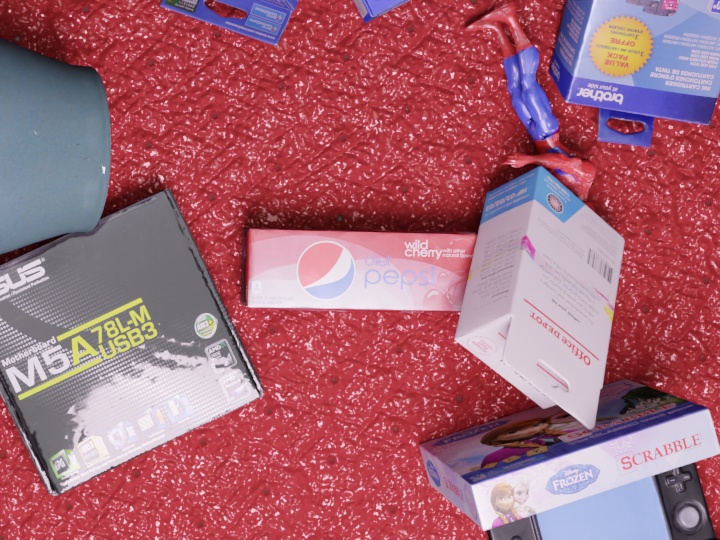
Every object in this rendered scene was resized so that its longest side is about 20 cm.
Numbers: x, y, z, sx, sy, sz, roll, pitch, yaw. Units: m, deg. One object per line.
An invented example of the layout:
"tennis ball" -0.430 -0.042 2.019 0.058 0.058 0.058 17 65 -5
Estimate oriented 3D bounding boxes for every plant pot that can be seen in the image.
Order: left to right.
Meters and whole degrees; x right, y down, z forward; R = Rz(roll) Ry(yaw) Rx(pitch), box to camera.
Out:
"plant pot" -0.301 -0.098 1.261 0.188 0.200 0.200 -1 91 -24

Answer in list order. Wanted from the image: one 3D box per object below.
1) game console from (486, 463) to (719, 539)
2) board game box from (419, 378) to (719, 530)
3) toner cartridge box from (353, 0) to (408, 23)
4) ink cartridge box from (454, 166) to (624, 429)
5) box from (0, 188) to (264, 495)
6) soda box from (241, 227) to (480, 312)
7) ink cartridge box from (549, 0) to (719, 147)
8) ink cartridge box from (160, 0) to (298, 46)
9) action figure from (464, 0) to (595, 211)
"game console" 0.222 0.234 1.361 0.200 0.116 0.176 -12 82 -12
"board game box" 0.165 0.147 1.325 0.200 0.200 0.041 -17 95 -9
"toner cartridge box" 0.072 -0.300 1.383 0.200 0.043 0.095 -27 96 -7
"ink cartridge box" 0.147 0.030 1.323 0.115 0.068 0.200 38 48 -27
"box" -0.209 0.058 1.341 0.200 0.048 0.193 -25 97 -9
"soda box" 0.000 0.000 1.366 0.200 0.063 0.070 1 91 -9
"ink cartridge box" 0.246 -0.207 1.372 0.136 0.076 0.200 7 118 -9
"ink cartridge box" -0.087 -0.299 1.340 0.119 0.042 0.200 21 89 14
"action figure" 0.132 -0.118 1.385 0.099 0.065 0.200 -31 94 -14
